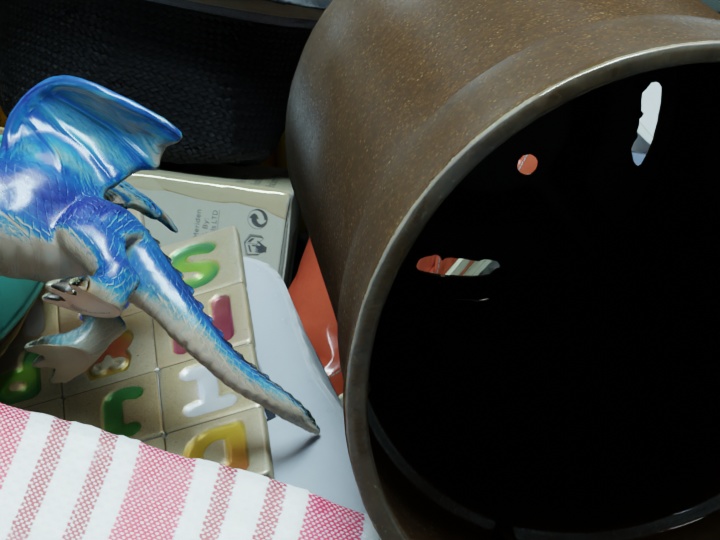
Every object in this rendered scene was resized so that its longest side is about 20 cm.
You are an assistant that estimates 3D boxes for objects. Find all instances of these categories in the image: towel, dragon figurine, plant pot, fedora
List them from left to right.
[{"bbox_3d":[-0.098,0.103,0.804,0.200,0.030,0.146,16,45,4],"label":"towel"},{"bbox_3d":[-0.092,-0.023,0.899,0.200,0.059,0.100,20,55,7],"label":"dragon figurine"},{"bbox_3d":[-0.085,-0.093,1.134,0.200,0.092,0.201,11,9,-2],"label":"fedora"},{"bbox_3d":[0.069,-0.013,0.896,0.200,0.201,0.198,0,24,-15],"label":"plant pot"}]

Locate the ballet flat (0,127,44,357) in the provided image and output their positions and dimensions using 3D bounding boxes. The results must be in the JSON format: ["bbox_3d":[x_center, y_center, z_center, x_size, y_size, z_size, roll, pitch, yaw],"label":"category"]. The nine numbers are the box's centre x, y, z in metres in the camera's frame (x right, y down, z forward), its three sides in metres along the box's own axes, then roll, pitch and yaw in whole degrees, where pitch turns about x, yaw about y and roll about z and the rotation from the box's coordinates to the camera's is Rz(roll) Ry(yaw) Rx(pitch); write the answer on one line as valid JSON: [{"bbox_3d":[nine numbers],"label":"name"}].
[{"bbox_3d":[-0.160,0.026,0.927,0.063,0.069,0.200,-24,28,36],"label":"ballet flat"}]

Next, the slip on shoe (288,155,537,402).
[{"bbox_3d":[0.000,0.000,1.063,0.200,0.061,0.074,-48,24,-21],"label":"slip on shoe"}]

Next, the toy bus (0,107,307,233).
[{"bbox_3d":[-0.140,-0.070,1.261,0.192,0.136,0.200,-27,38,-36],"label":"toy bus"}]

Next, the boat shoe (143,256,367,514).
[{"bbox_3d":[-0.028,0.079,0.921,0.071,0.070,0.200,-21,38,-2],"label":"boat shoe"}]

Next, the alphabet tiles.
[{"bbox_3d":[-0.114,0.049,0.933,0.166,0.006,0.200,-16,38,4],"label":"alphabet tiles"}]

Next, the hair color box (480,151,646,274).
[{"bbox_3d":[0.105,-0.005,1.157,0.200,0.061,0.100,10,-22,11],"label":"hair color box"}]

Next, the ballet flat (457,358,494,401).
[{"bbox_3d":[0.044,0.054,1.051,0.069,0.070,0.200,11,15,15],"label":"ballet flat"}]

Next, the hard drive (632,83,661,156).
[{"bbox_3d":[0.078,-0.081,1.227,0.026,0.132,0.200,-37,-7,-13],"label":"hard drive"}]

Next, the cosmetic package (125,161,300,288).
[{"bbox_3d":[-0.127,-0.016,1.140,0.200,0.073,0.104,9,7,0],"label":"cosmetic package"}]
